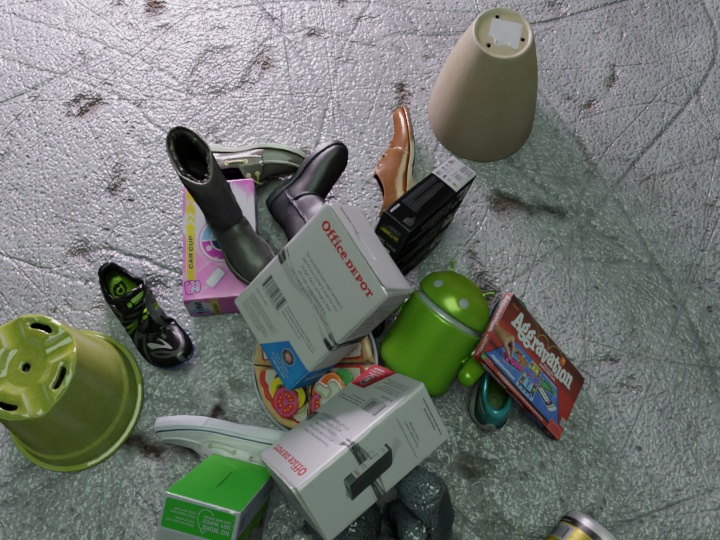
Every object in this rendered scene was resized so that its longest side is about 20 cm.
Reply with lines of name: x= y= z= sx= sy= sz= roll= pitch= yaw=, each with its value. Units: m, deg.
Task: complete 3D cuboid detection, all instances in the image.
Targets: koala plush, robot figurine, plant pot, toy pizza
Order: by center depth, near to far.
koala plush: x=0.008 y=0.340 z=0.928 sx=0.195 sy=0.185 sz=0.180 roll=13 pitch=60 yaw=27
plant pot: x=-0.411 y=0.150 z=0.963 sx=0.194 sy=0.185 sz=0.206 roll=0 pitch=67 yaw=-1
robot figurine: x=0.103 y=0.091 z=1.010 sx=0.174 sy=0.115 sz=0.203 roll=37 pitch=101 yaw=18
toy pizza: x=-0.070 y=0.133 z=1.018 sx=0.194 sy=0.032 sz=0.207 roll=-3 pitch=81 yaw=19
plant pot: x=0.208 y=-0.310 z=1.149 sx=0.181 sy=0.201 sz=0.193 roll=0 pitch=67 yaw=-1

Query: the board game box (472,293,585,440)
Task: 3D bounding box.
board game box: x=0.238 y=0.135 z=1.002 sx=0.200 sy=0.019 sz=0.104 roll=45 pitch=64 yaw=-26

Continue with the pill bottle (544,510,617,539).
pill bottle: x=0.246 y=0.415 z=0.908 sx=0.111 sy=0.112 sz=0.200 roll=42 pitch=74 yaw=15

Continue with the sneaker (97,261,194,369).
sneaker: x=-0.320 y=0.066 z=1.053 sx=0.070 sy=0.083 sz=0.200 roll=-40 pitch=74 yaw=-15

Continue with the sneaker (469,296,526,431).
sneaker: x=0.210 y=0.129 z=1.038 sx=0.075 sy=0.080 sz=0.205 roll=13 pitch=68 yaw=4

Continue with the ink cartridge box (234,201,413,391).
ink cartridge box: x=-0.049 y=0.034 z=0.941 sx=0.199 sy=0.084 sz=0.148 roll=-42 pitch=71 yaw=23

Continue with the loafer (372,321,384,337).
loafer: x=0.000 y=0.000 z=1.091 sx=0.066 sy=0.071 sz=0.206 roll=-10 pitch=69 yaw=-5

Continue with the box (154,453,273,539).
box: x=-0.177 y=0.337 z=0.861 sx=0.094 sy=0.200 sz=0.182 roll=13 pitch=89 yaw=4

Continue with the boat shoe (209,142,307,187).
boat shoe: x=-0.183 y=-0.162 z=1.154 sx=0.195 sy=0.072 sz=0.062 roll=0 pitch=68 yaw=6

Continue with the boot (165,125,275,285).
boot: x=-0.182 y=-0.080 z=0.977 sx=0.072 sy=0.201 sz=0.182 roll=-38 pitch=74 yaw=-18

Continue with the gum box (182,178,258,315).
gum box: x=-0.211 y=-0.041 z=1.105 sx=0.110 sy=0.066 sz=0.206 roll=-4 pitch=68 yaw=-4

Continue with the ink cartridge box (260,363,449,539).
ink cartridge box: x=-0.010 y=0.218 z=0.899 sx=0.198 sy=0.143 sz=0.085 roll=-35 pitch=106 yaw=-20

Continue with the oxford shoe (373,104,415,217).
oxford shoe: x=0.055 y=-0.176 z=1.165 sx=0.069 sy=0.072 sz=0.206 roll=1 pitch=69 yaw=5

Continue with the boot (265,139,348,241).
boot: x=-0.042 y=-0.086 z=1.082 sx=0.165 sy=0.066 sz=0.201 roll=-43 pitch=47 yaw=5

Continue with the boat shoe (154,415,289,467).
boat shoe: x=-0.190 y=0.244 z=0.989 sx=0.194 sy=0.074 sz=0.069 roll=6 pitch=67 yaw=1

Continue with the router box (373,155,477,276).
router box: x=0.077 y=-0.059 z=1.035 sx=0.051 sy=0.151 sz=0.199 roll=37 pitch=44 yaw=13
